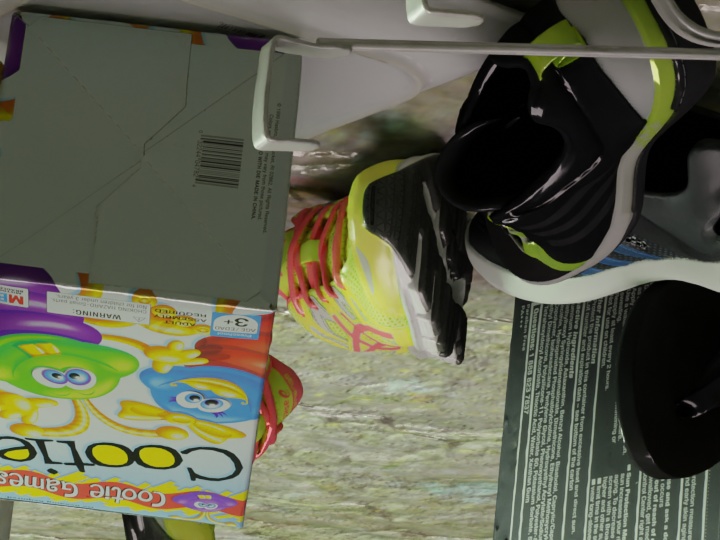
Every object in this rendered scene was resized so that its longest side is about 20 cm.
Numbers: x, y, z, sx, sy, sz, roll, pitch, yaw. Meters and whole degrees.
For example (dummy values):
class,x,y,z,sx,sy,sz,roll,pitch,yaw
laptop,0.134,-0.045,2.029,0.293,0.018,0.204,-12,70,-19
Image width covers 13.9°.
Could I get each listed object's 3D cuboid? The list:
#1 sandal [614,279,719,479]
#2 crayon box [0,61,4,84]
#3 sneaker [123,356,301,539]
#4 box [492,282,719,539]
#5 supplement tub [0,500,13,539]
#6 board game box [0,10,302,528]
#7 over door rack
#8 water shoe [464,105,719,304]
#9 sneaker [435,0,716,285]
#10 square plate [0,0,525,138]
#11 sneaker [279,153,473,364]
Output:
class,x,y,z,sx,sy,sz,roll,pitch,yaw
sandal,0.169,0.023,1.177,0.045,0.075,0.200,-6,-165,45
crayon box,-0.193,-0.056,0.961,0.051,0.127,0.200,-2,153,27
sneaker,-0.071,0.067,1.368,0.090,0.200,0.078,-5,128,-2
box,0.163,0.099,1.326,0.123,0.201,0.198,14,163,-28
supplement tub,-0.215,0.062,1.322,0.131,0.201,0.132,5,165,1
board game box,-0.082,0.006,1.074,0.103,0.105,0.200,6,153,-2
over door rack,0.076,-0.096,0.857,0.199,0.067,0.148,-12,171,-21
water shoe,0.103,-0.037,1.135,0.200,0.072,0.079,-2,131,52
sneaker,0.056,-0.046,1.027,0.083,0.072,0.200,-26,161,-20
square plate,-0.070,-0.083,1.068,0.199,0.029,0.198,14,163,-31
sneaker,0.000,0.000,1.257,0.090,0.079,0.200,6,166,5
